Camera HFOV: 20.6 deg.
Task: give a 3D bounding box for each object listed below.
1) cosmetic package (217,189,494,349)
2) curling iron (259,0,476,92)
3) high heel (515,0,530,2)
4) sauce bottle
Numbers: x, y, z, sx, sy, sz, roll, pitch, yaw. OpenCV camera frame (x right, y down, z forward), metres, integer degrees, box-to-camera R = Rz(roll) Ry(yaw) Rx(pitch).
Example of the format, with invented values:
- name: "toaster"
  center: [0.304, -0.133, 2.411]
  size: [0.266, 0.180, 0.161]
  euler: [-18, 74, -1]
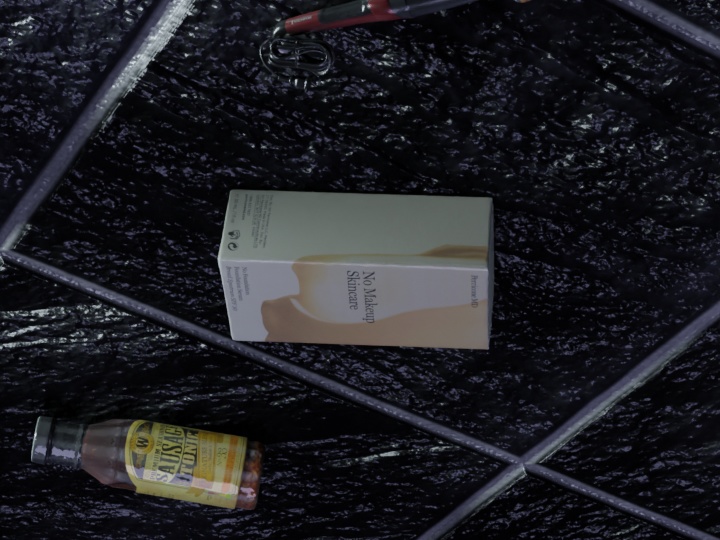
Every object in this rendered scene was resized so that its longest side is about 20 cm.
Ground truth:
- name: "cosmetic package"
  center: [0.000, 0.000, 1.475]
  size: [0.199, 0.071, 0.105]
  euler: [1, 141, 7]
- name: "curling iron"
  center: [0.026, -0.165, 1.295]
  size: [0.199, 0.026, 0.050]
  euler: [-17, 99, 22]
- name: "high heel"
  center: [0.161, -0.227, 1.161]
  size: [0.142, 0.072, 0.201]
  euler: [13, 133, 2]
- name: "sauce bottle"
  center: [-0.184, 0.163, 1.713]
  size: [0.199, 0.066, 0.066]
  euler: [8, 142, -6]
